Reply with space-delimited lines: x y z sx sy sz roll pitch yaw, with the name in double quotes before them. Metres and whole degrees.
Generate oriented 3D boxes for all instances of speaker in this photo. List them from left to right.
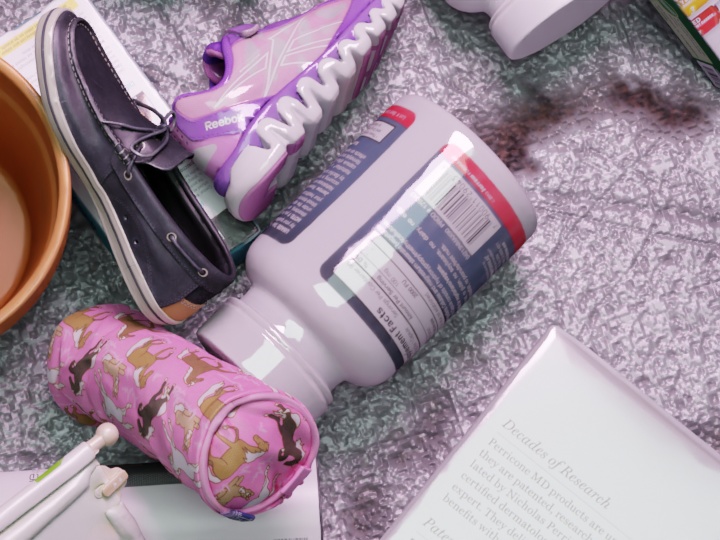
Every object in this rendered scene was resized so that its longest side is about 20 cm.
"speaker" -0.123 0.156 1.597 0.200 0.081 0.081 -3 78 -1

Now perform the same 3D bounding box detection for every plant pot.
"plant pot" -0.269 -0.032 1.603 0.200 0.140 0.200 0 78 0

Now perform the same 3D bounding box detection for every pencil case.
"pencil case" -0.109 0.080 1.558 0.083 0.200 0.087 -11 112 -34

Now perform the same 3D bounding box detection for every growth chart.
"growth chart" -0.165 0.207 1.526 0.145 0.018 0.200 -32 116 -25

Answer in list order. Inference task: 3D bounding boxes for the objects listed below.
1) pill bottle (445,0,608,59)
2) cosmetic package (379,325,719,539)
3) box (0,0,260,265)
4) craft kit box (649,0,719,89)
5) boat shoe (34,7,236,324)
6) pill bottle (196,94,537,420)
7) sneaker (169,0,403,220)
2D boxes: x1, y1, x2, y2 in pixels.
"pill bottle" 0.075 -0.239 1.669 0.113 0.113 0.200 -32 81 -7
"cosmetic package" 0.110 0.172 1.553 0.166 0.167 0.200 38 79 7
"box" -0.152 -0.075 1.660 0.082 0.049 0.200 -35 81 -8
"craft kit box" 0.248 -0.244 1.645 0.198 0.048 0.200 -50 124 -8
"boat shoe" -0.132 -0.067 1.557 0.062 0.075 0.200 -22 95 21
"pill bottle" 0.000 0.000 1.612 0.200 0.120 0.120 -44 82 -9
"sneaker" -0.047 -0.127 1.632 0.088 0.081 0.200 34 60 9
